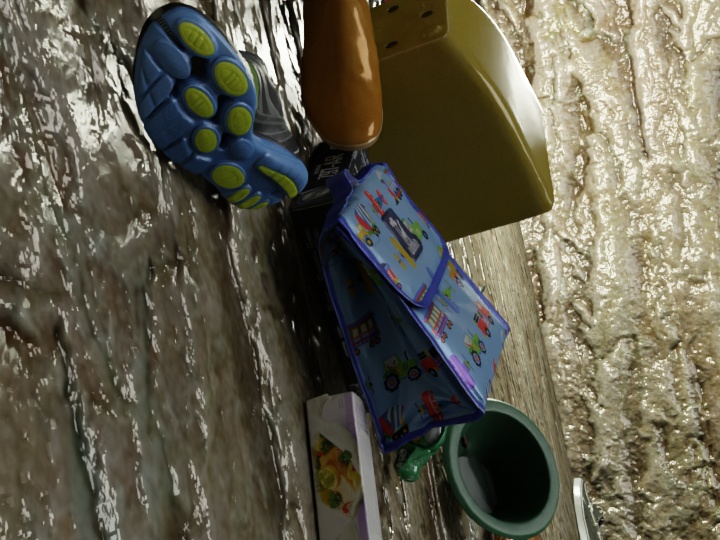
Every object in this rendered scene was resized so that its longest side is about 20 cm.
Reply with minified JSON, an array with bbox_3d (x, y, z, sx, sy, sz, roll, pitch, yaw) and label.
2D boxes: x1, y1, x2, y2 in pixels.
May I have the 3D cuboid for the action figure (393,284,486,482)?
[{"bbox_3d":[0.061,0.109,1.155,0.054,0.118,0.201,29,52,-24],"label":"action figure"}]

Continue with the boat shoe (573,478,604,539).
[{"bbox_3d":[0.544,0.586,2.856,0.071,0.063,0.201,54,27,-61],"label":"boat shoe"}]

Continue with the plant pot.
[{"bbox_3d":[0.068,-0.166,1.215,0.196,0.193,0.201,-86,154,-51],"label":"plant pot"}]

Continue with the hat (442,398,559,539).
[{"bbox_3d":[0.124,0.258,1.435,0.199,0.176,0.167,16,57,-32],"label":"hat"}]

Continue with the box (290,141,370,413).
[{"bbox_3d":[0.000,0.000,1.070,0.160,0.043,0.201,-76,151,-63],"label":"box"}]

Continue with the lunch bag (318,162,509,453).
[{"bbox_3d":[0.025,0.012,0.949,0.201,0.094,0.151,61,24,-14],"label":"lunch bag"}]

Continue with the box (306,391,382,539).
[{"bbox_3d":[-0.007,0.189,0.874,0.041,0.038,0.201,47,33,-65],"label":"box"}]

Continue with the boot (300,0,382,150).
[{"bbox_3d":[-0.020,-0.217,1.045,0.145,0.070,0.202,93,-11,-49],"label":"boot"}]

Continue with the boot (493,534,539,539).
[{"bbox_3d":[0.191,0.334,1.567,0.155,0.076,0.202,-16,101,-73],"label":"boot"}]

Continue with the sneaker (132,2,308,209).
[{"bbox_3d":[-0.090,-0.104,0.747,0.200,0.070,0.083,51,16,-66],"label":"sneaker"}]

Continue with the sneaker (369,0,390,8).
[{"bbox_3d":[0.005,-0.302,1.282,0.077,0.084,0.200,45,22,16],"label":"sneaker"}]
